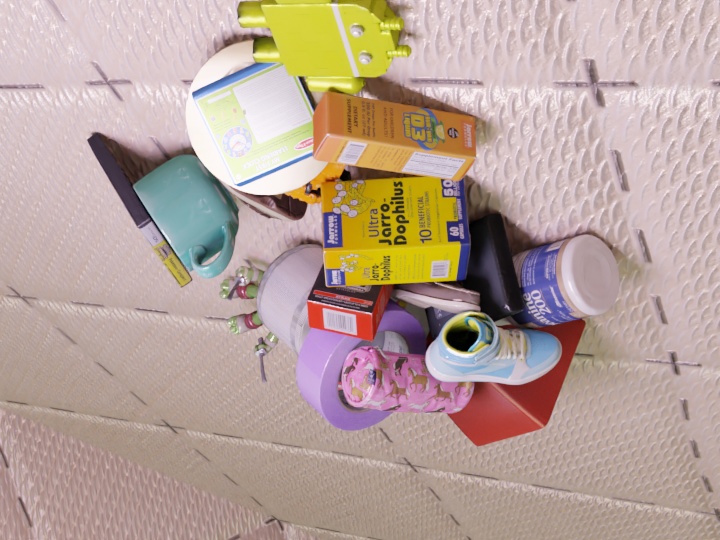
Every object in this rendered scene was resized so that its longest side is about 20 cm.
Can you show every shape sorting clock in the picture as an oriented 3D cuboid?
[{"bbox_3d":[-0.122,-0.192,1.457,0.196,0.039,0.203,2,111,4],"label":"shape sorting clock"}]

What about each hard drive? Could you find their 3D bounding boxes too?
[{"bbox_3d":[0.153,0.015,1.679,0.032,0.142,0.199,-6,168,-30],"label":"hard drive"}]

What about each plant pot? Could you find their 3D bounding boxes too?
[{"bbox_3d":[0.204,0.134,1.826,0.175,0.202,0.199,35,150,-14],"label":"plant pot"}]

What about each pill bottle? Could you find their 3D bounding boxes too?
[{"bbox_3d":[0.261,0.023,1.648,0.110,0.112,0.199,32,151,-28],"label":"pill bottle"}]

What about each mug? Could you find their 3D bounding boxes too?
[{"bbox_3d":[-0.240,-0.080,1.710,0.186,0.114,0.152,56,174,1],"label":"mug"}]

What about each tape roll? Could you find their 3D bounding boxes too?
[{"bbox_3d":[0.003,0.136,1.720,0.065,0.201,0.200,37,172,43],"label":"tape roll"}]

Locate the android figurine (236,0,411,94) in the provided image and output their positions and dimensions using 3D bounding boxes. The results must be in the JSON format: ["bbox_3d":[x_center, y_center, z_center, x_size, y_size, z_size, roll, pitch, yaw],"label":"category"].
[{"bbox_3d":[-0.039,-0.272,1.331,0.197,0.042,0.183,6,150,16],"label":"android figurine"}]

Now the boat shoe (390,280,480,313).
[{"bbox_3d":[0.108,0.024,1.658,0.071,0.060,0.199,21,174,-29],"label":"boat shoe"}]

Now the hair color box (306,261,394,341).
[{"bbox_3d":[0.000,0.000,1.662,0.100,0.202,0.062,11,137,12],"label":"hair color box"}]

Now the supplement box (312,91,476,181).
[{"bbox_3d":[0.042,-0.164,1.419,0.197,0.068,0.069,7,154,-19],"label":"supplement box"}]

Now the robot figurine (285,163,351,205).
[{"bbox_3d":[-0.067,-0.156,1.571,0.143,0.059,0.200,21,153,-6],"label":"robot figurine"}]

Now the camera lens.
[{"bbox_3d":[-0.058,0.064,1.816,0.199,0.160,0.160,36,172,44],"label":"camera lens"}]

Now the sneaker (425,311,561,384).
[{"bbox_3d":[0.195,0.104,1.601,0.196,0.081,0.131,-6,156,-8],"label":"sneaker"}]

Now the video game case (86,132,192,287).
[{"bbox_3d":[-0.337,-0.091,1.771,0.201,0.025,0.181,54,174,32],"label":"video game case"}]

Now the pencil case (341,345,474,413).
[{"bbox_3d":[0.071,0.160,1.673,0.198,0.084,0.086,9,146,-35],"label":"pencil case"}]

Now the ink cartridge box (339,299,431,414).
[{"bbox_3d":[0.046,0.134,1.966,0.197,0.146,0.146,14,154,9],"label":"ink cartridge box"}]

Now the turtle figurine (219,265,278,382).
[{"bbox_3d":[-0.192,0.068,1.975,0.144,0.201,0.193,46,154,-22],"label":"turtle figurine"}]

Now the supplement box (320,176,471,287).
[{"bbox_3d":[0.046,-0.053,1.577,0.196,0.110,0.110,-3,153,0],"label":"supplement box"}]

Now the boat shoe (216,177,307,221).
[{"bbox_3d":[-0.168,-0.129,1.677,0.074,0.076,0.202,0,150,44],"label":"boat shoe"}]
